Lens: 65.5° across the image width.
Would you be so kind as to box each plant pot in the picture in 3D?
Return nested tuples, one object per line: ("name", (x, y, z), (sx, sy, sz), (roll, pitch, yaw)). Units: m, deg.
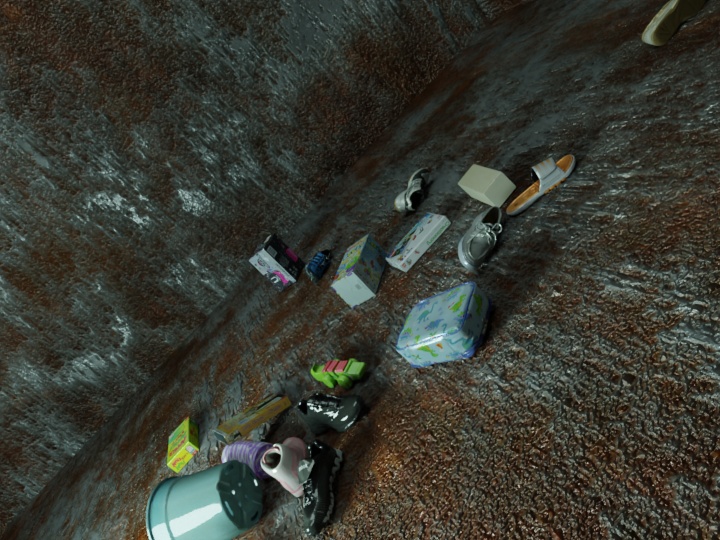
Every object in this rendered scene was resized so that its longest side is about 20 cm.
("plant pot", (-0.338, 0.534, 1.260), (0.194, 0.201, 0.201), (-28, 23, 19))

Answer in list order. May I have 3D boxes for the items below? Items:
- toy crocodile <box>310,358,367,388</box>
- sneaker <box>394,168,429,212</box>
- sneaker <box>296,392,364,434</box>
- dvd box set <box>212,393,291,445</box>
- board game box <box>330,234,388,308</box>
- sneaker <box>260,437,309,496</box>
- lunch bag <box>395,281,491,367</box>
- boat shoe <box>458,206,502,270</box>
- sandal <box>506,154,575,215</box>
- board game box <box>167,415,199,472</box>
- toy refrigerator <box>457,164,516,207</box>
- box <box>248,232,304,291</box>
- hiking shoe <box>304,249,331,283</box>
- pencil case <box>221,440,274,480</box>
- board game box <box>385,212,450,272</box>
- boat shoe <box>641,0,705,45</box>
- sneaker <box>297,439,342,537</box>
("toy crocodile", (-0.054, 0.253, 1.412), (0.199, 0.062, 0.068), (-15, 34, 55))
("sneaker", (0.204, -0.279, 1.973), (0.087, 0.076, 0.201), (6, 56, 47))
("sneaker", (-0.074, 0.318, 1.279), (0.199, 0.091, 0.076), (-28, 23, 38))
("dvd box set", (-0.299, 0.403, 1.536), (0.198, 0.030, 0.146), (-29, 5, -27))
("board game box", (0.000, 0.000, 1.750), (0.102, 0.105, 0.201), (-31, 23, 35))
("sneaker", (-0.173, 0.416, 1.265), (0.075, 0.105, 0.200), (-46, 18, -1))
("lunch bag", (0.177, 0.114, 1.182), (0.199, 0.082, 0.162), (-26, 27, 43))
("boat shoe", (0.301, -0.088, 1.343), (0.203, 0.074, 0.086), (-53, 3, -41))
("sandal", (0.431, -0.219, 1.367), (0.206, 0.059, 0.079), (-41, 19, 11))
("board game box", (-0.599, 0.584, 1.893), (0.102, 0.048, 0.200), (-46, 19, -5))
("toy refrigerator", (0.351, -0.236, 1.562), (0.076, 0.070, 0.200), (-50, 18, 5))
("box", (-0.362, -0.034, 2.425), (0.114, 0.200, 0.133), (-33, 22, 34))
("hiking shoe", (-0.164, -0.026, 2.188), (0.086, 0.074, 0.201), (-38, 20, 20))
("pencil case", (-0.278, 0.471, 1.397), (0.199, 0.084, 0.086), (-21, 19, 49))
("board game box", (0.170, -0.088, 1.681), (0.200, 0.035, 0.126), (-47, 20, -5))
("boat shoe", (0.822, -0.680, 1.471), (0.200, 0.074, 0.069), (-45, 25, 4))
("sneaker", (-0.093, 0.420, 1.108), (0.066, 0.091, 0.201), (-35, 22, 28))
